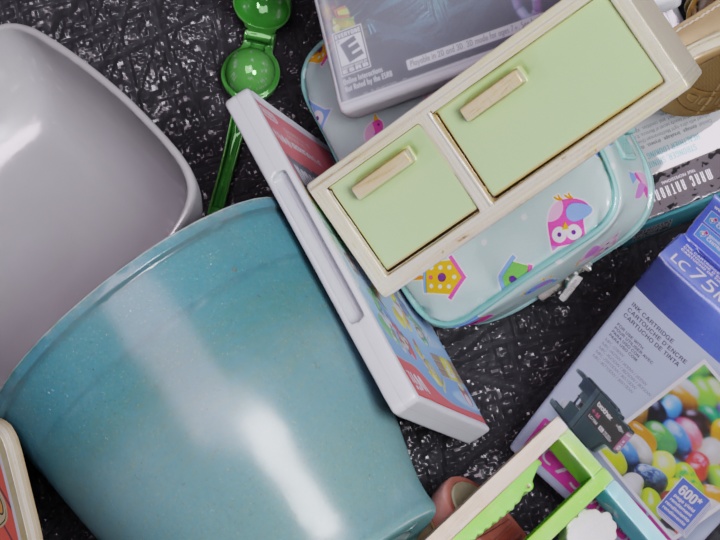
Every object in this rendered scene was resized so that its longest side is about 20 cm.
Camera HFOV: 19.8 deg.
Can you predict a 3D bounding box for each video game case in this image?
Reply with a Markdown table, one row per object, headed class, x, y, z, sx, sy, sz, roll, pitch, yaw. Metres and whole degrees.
| class | x | y | z | sx | sy | sz | roll | pitch | yaw |
| --- | --- | --- | --- | --- | --- | --- | --- | --- | --- |
| video game case | 0.060 | -0.201 | 1.142 | 0.199 | 0.023 | 0.183 | -18 | 76 | 19 |
| video game case | 0.000 | 0.000 | 1.148 | 0.017 | 0.143 | 0.201 | -32 | 71 | 10 |

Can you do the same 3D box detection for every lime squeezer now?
| class | x | y | z | sx | sy | sz | roll | pitch | yaw |
| --- | --- | --- | --- | --- | --- | --- | --- | --- | --- |
| lime squeezer | -0.062 | -0.132 | 1.233 | 0.037 | 0.071 | 0.202 | 8 | 109 | -11 |

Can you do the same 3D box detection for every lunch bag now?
| class | x | y | z | sx | sy | sz | roll | pitch | yaw |
| --- | --- | --- | --- | --- | --- | --- | --- | --- | --- |
| lunch bag | 0.071 | -0.074 | 1.180 | 0.160 | 0.077 | 0.201 | -33 | 75 | 19 |

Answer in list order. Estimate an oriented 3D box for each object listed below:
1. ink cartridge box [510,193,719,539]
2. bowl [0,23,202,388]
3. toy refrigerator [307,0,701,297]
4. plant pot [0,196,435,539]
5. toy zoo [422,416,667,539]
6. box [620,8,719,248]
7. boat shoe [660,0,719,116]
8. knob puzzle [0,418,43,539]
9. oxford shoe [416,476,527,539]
| class | x | y | z | sx | sy | sz | roll | pitch | yaw |
| --- | --- | --- | --- | --- | --- | --- | --- | --- | --- |
| ink cartridge box | 0.178 | 0.068 | 1.124 | 0.119 | 0.042 | 0.200 | 42 | 126 | 11 |
| bowl | -0.199 | -0.020 | 1.194 | 0.200 | 0.075 | 0.200 | -46 | 63 | -7 |
| toy refrigerator | 0.075 | -0.074 | 1.088 | 0.199 | 0.070 | 0.076 | -34 | 92 | 20 |
| plant pot | -0.064 | 0.096 | 1.110 | 0.200 | 0.200 | 0.188 | -37 | 77 | -5 |
| toy zoo | 0.127 | 0.195 | 1.113 | 0.131 | 0.020 | 0.200 | -39 | 85 | -25 |
| box | 0.155 | -0.123 | 1.222 | 0.082 | 0.049 | 0.201 | -21 | 78 | -1 |
| boat shoe | 0.221 | -0.148 | 1.185 | 0.199 | 0.074 | 0.069 | -25 | 66 | -39 |
| knob puzzle | -0.239 | 0.135 | 1.131 | 0.030 | 0.220 | 0.220 | -22 | 73 | -43 |
| oxford shoe | 0.089 | 0.214 | 1.159 | 0.074 | 0.071 | 0.201 | -39 | 82 | 26 |
